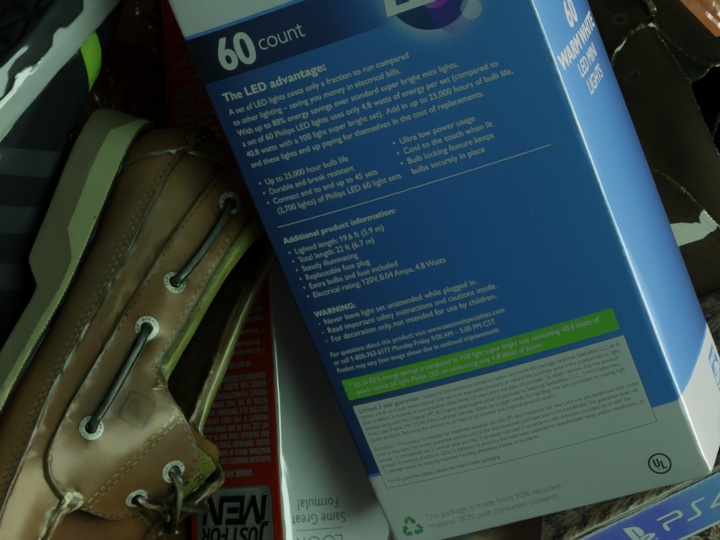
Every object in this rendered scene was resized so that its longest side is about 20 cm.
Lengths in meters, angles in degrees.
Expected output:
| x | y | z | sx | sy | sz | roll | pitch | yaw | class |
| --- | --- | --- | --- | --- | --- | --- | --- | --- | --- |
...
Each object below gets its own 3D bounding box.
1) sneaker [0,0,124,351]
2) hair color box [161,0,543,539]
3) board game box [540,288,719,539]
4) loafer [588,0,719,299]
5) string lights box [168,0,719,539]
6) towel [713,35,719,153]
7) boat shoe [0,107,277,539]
| x | y | z | sx | sy | sz | roll | pitch | yaw | class |
| --- | --- | --- | --- | --- | --- | --- | --- | --- | --- |
| -0.127 | -0.015 | 0.711 | 0.200 | 0.072 | 0.083 | -58 | 140 | -24 | sneaker |
| 0.000 | 0.000 | 0.781 | 0.111 | 0.064 | 0.201 | -1 | 86 | -34 | hair color box |
| 0.162 | 0.085 | 0.810 | 0.200 | 0.097 | 0.160 | 47 | 30 | -24 | board game box |
| 0.092 | -0.062 | 0.804 | 0.071 | 0.073 | 0.200 | -3 | 55 | -5 | loafer |
| 0.026 | -0.028 | 0.684 | 0.200 | 0.103 | 0.059 | 68 | 23 | -15 | string lights box |
| 0.193 | -0.042 | 0.834 | 0.049 | 0.200 | 0.112 | -38 | 106 | -21 | towel |
| -0.074 | 0.049 | 0.687 | 0.068 | 0.072 | 0.201 | 15 | 77 | 8 | boat shoe |
